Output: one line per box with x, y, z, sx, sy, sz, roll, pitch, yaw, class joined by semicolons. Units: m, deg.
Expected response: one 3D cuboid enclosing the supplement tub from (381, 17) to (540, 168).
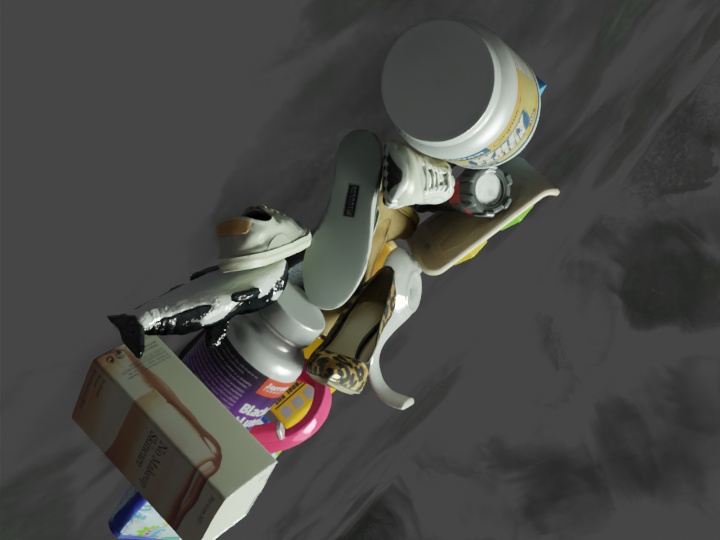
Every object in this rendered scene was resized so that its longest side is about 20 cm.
0.110;-0.190;1.177;0.145;0.144;0.199;-51;165;14;supplement tub

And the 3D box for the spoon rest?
0.040;0.071;1.382;0.099;0.060;0.204;-10;104;-66;spoon rest

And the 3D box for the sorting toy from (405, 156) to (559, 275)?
0.155;-0.071;1.431;0.198;0.037;0.185;-33;-161;4;sorting toy

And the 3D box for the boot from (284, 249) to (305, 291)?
-0.082;0.057;1.396;0.201;0.069;0.174;-50;164;0;boot

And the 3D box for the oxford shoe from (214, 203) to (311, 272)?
-0.099;-0.041;1.123;0.074;0.059;0.200;-10;-174;15;oxford shoe

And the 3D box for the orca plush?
-0.151;0.051;1.089;0.199;0.104;0.072;-31;119;-48;orca plush

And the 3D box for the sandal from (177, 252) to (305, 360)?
-0.140;0.042;1.272;0.199;0.043;0.076;-40;158;4;sandal

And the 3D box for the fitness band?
-0.133;0.165;1.333;0.145;0.196;0.038;-81;158;-53;fitness band

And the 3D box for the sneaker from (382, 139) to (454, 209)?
0.065;-0.105;1.219;0.200;0.079;0.077;-29;122;-83;sneaker

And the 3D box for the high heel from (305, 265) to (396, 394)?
-0.004;0.060;1.221;0.200;0.070;0.145;0;111;-83;high heel

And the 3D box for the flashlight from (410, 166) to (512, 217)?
0.123;-0.107;1.416;0.066;0.069;0.200;-2;-173;-21;flashlight

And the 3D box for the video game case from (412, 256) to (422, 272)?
0.025;0.052;1.647;0.182;0.022;0.200;-47;-178;-35;video game case

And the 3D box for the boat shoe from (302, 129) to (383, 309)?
-0.011;-0.053;1.216;0.064;0.070;0.204;28;78;-80;boat shoe

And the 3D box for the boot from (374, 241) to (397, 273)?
-0.022;0.041;1.513;0.144;0.071;0.202;-45;171;-31;boot

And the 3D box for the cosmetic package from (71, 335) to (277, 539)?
-0.194;0.173;1.116;0.087;0.200;0.104;-29;155;-50;cosmetic package

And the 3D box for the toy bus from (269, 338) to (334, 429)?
-0.043;0.115;1.445;0.199;0.079;0.065;-42;175;6;toy bus

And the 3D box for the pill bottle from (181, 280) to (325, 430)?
-0.131;0.105;1.207;0.200;0.112;0.111;-48;166;18;pill bottle

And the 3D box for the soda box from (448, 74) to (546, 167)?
0.160;-0.208;1.431;0.199;0.064;0.068;-35;161;-42;soda box

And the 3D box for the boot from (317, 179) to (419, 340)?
0.000;0.000;1.370;0.175;0.065;0.203;38;69;-64;boot

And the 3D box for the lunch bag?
-0.220;0.265;1.425;0.199;0.128;0.171;-14;150;-53;lunch bag
